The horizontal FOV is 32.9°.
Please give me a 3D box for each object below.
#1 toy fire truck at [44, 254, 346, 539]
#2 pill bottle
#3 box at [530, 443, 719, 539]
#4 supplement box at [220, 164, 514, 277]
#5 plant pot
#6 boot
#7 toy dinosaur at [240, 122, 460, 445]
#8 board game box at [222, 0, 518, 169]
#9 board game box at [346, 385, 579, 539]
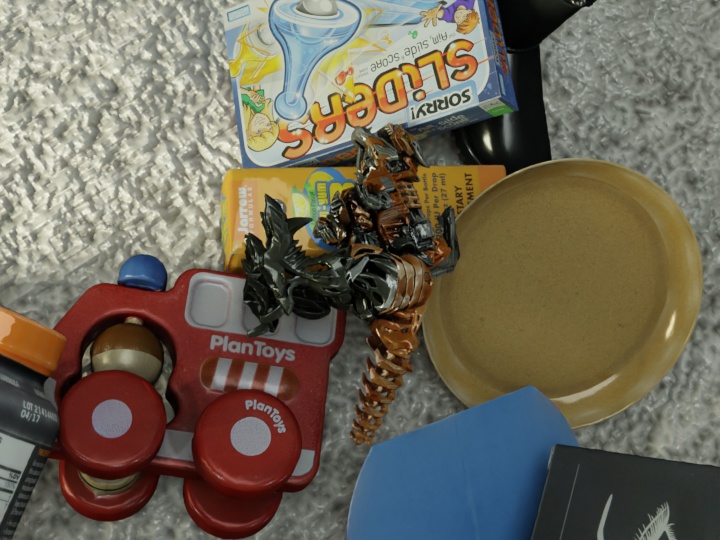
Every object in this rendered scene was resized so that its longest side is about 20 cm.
[{"bbox_3d":[-0.115,0.074,0.796,0.200,0.112,0.168,10,60,-6],"label":"toy fire truck"},{"bbox_3d":[-0.236,0.114,0.676,0.106,0.106,0.200,23,77,-2],"label":"pill bottle"},{"bbox_3d":[0.208,0.202,0.754,0.200,0.104,0.148,4,68,39],"label":"box"},{"bbox_3d":[0.003,-0.033,0.861,0.200,0.069,0.067,-3,74,-8],"label":"supplement box"},{"bbox_3d":[0.138,0.017,0.844,0.200,0.027,0.200,-3,109,-8],"label":"plant pot"},{"bbox_3d":[0.119,-0.168,0.863,0.073,0.162,0.198,-8,76,-23],"label":"boot"},{"bbox_3d":[0.000,0.000,0.764,0.136,0.102,0.200,4,51,-14],"label":"toy dinosaur"},{"bbox_3d":[0.002,-0.148,0.852,0.200,0.034,0.135,-16,74,25],"label":"board game box"},{"bbox_3d":[0.067,0.169,0.815,0.200,0.039,0.158,-17,100,-31],"label":"board game box"}]
